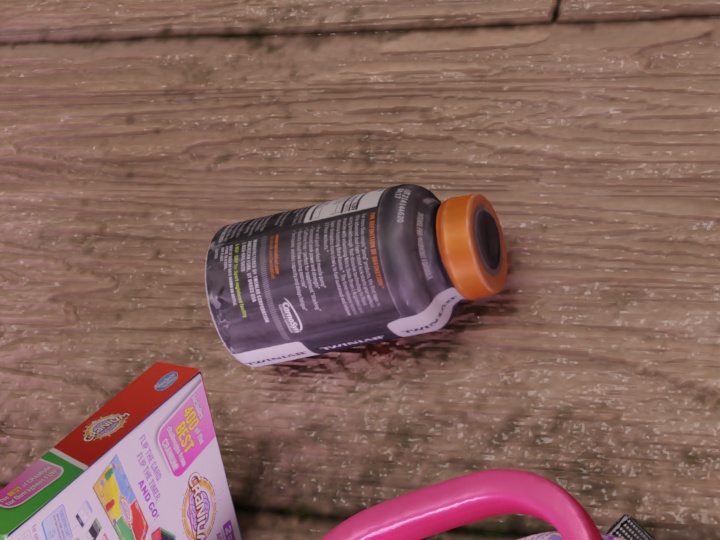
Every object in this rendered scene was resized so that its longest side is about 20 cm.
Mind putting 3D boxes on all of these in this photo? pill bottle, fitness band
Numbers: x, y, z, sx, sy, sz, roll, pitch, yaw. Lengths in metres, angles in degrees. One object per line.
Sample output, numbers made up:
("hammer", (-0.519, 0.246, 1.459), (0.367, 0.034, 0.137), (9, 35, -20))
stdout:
("pill bottle", (0.000, 0.000, 1.492), (0.200, 0.106, 0.106), (-12, 57, 24))
("fitness band", (0.045, 0.190, 1.209), (0.200, 0.037, 0.144), (-20, 54, 18))

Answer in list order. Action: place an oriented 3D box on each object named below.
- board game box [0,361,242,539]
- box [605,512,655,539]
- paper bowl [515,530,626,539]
("board game box", (-0.163, 0.176, 1.398), (0.040, 0.153, 0.200), (9, 33, 34))
("box", (0.161, 0.279, 1.275), (0.193, 0.048, 0.200), (-46, 50, 3))
("paper bowl", (0.125, 0.257, 1.212), (0.201, 0.104, 0.201), (-15, 57, 24))
